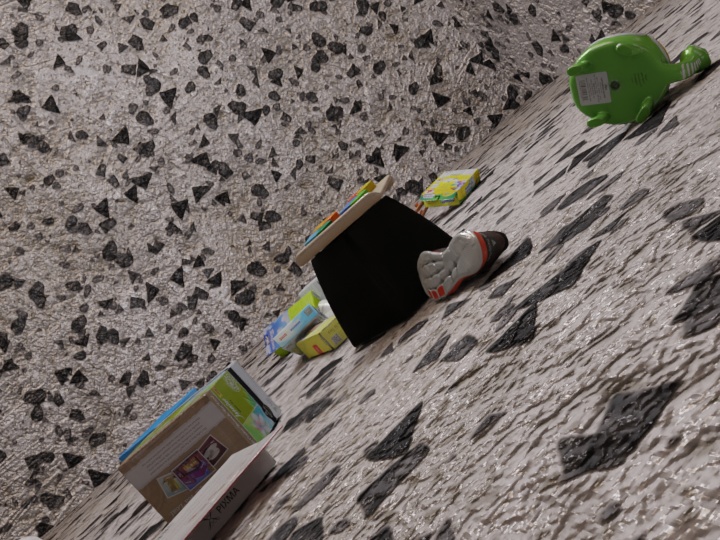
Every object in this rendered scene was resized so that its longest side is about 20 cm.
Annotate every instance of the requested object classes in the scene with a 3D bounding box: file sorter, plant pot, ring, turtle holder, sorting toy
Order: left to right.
[{"bbox_3d":[-0.441,0.401,1.708,0.139,0.123,0.200,-39,5,22],"label":"file sorter"},{"bbox_3d":[-0.028,-0.095,1.249,0.185,0.036,0.200,-40,4,17],"label":"sorting toy"},{"bbox_3d":[0.035,-0.012,1.289,0.200,0.177,0.199,-43,5,-35],"label":"plant pot"},{"bbox_3d":[0.158,-0.150,2.174,0.201,0.019,0.200,-54,-10,-14],"label":"ring"},{"bbox_3d":[0.425,-0.316,1.125,0.132,0.141,0.185,-44,3,-43],"label":"turtle holder"}]

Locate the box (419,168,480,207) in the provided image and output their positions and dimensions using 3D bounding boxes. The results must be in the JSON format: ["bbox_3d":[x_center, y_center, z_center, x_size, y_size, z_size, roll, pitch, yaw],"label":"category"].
[{"bbox_3d":[0.263,-0.237,2.107,0.117,0.048,0.200,-1,27,33],"label":"box"}]

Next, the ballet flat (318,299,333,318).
[{"bbox_3d":[-0.109,0.122,1.962,0.200,0.069,0.069,-40,5,18],"label":"ballet flat"}]

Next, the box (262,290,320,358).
[{"bbox_3d":[-0.194,0.162,2.095,0.200,0.048,0.122,-40,37,17],"label":"box"}]

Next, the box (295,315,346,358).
[{"bbox_3d":[-0.078,0.143,1.574,0.075,0.050,0.200,-43,5,-24],"label":"box"}]

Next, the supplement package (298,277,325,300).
[{"bbox_3d":[-0.070,0.037,2.169,0.200,0.110,0.114,-41,4,14],"label":"supplement package"}]

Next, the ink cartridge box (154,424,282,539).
[{"bbox_3d":[-0.182,0.301,0.925,0.176,0.045,0.200,-38,6,48],"label":"ink cartridge box"}]

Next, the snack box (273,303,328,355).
[{"bbox_3d":[-0.133,0.145,1.725,0.116,0.037,0.200,-44,-13,-3],"label":"snack box"}]

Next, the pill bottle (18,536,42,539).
[{"bbox_3d":[-0.995,0.853,2.142,0.112,0.112,0.200,-45,5,-39],"label":"pill bottle"}]

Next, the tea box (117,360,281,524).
[{"bbox_3d":[-0.265,0.286,1.226,0.200,0.134,0.197,-41,5,9],"label":"tea box"}]

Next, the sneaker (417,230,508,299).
[{"bbox_3d":[0.154,-0.009,1.071,0.082,0.077,0.200,-14,-7,-24],"label":"sneaker"}]
